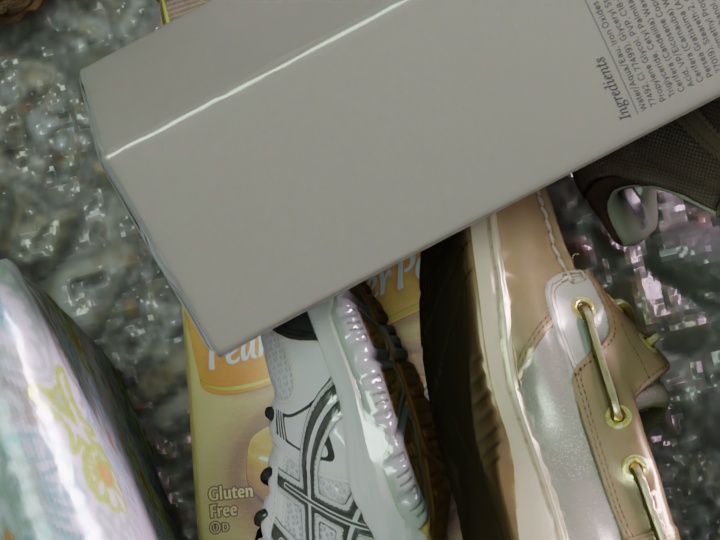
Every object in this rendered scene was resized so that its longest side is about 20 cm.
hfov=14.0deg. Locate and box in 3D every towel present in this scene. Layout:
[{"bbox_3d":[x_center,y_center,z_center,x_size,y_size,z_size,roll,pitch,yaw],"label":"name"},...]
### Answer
[{"bbox_3d":[-0.082,0.096,0.925,0.048,0.200,0.172,-24,78,-1],"label":"towel"}]

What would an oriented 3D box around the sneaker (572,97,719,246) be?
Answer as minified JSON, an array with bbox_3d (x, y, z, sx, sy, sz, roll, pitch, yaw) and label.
[{"bbox_3d":[0.145,-0.050,0.920,0.200,0.070,0.076,-3,107,49],"label":"sneaker"}]

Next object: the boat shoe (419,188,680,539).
[{"bbox_3d":[0.062,0.044,0.898,0.066,0.074,0.201,-3,64,-13],"label":"boat shoe"}]

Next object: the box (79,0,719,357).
[{"bbox_3d":[0.023,-0.062,0.865,0.200,0.068,0.082,-26,120,3],"label":"box"}]

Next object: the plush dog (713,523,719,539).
[{"bbox_3d":[0.165,0.060,0.897,0.160,0.200,0.172,-3,74,44],"label":"plush dog"}]

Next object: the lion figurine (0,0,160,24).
[{"bbox_3d":[-0.107,-0.165,1.028,0.122,0.072,0.200,17,75,22],"label":"lion figurine"}]

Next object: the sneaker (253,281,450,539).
[{"bbox_3d":[-0.012,0.089,0.914,0.087,0.076,0.201,-19,82,13],"label":"sneaker"}]

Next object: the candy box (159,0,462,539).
[{"bbox_3d":[0.000,0.000,0.985,0.115,0.055,0.201,-6,84,12],"label":"candy box"}]
